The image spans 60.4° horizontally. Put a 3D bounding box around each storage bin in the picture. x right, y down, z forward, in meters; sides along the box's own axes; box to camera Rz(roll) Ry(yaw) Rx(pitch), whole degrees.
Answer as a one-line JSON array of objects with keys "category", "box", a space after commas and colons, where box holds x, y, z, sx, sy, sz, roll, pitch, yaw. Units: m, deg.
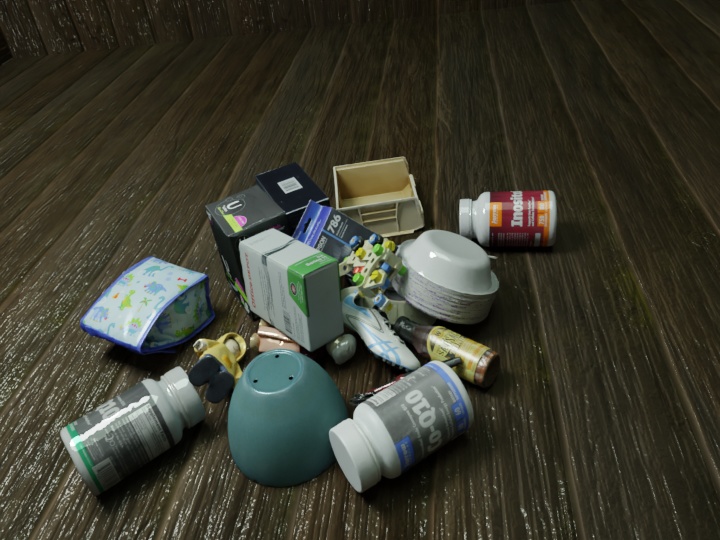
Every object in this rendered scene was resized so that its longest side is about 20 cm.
[{"category": "storage bin", "box": [0.040, -0.171, 1.457, 0.192, 0.096, 0.202, -9, 36, 1]}]

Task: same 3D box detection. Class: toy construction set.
[{"category": "toy construction set", "box": [0.000, 0.000, 1.102, 0.196, 0.092, 0.134, 9, 66, 43]}]

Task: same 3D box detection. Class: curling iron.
[{"category": "curling iron", "box": [0.074, 0.185, 1.001, 0.195, 0.026, 0.050, -23, 22, 2]}]

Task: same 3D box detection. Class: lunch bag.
[{"category": "lunch bag", "box": [-0.407, 0.080, 1.191, 0.166, 0.131, 0.200, 13, 31, 26]}]

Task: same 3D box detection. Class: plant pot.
[{"category": "plant pot", "box": [-0.121, 0.204, 0.956, 0.193, 0.138, 0.203, -6, 37, 4]}]

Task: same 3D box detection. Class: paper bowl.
[{"category": "paper bowl", "box": [0.159, 0.000, 1.134, 0.195, 0.107, 0.202, 15, 26, -7]}]

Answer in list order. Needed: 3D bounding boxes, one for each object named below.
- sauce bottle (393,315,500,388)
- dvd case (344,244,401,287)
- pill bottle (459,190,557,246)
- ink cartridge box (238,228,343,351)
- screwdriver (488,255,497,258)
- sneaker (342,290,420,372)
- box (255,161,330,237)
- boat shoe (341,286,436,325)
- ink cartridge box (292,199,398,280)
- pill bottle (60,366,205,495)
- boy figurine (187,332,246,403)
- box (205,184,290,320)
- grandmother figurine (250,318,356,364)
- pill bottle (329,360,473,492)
[{"category": "sauce bottle", "box": [0.141, 0.133, 1.056, 0.196, 0.067, 0.066, 21, 45, 35]}, {"category": "dvd case", "box": [0.067, 0.000, 1.288, 0.194, 0.018, 0.144, -16, 36, -10]}, {"category": "pill bottle", "box": [0.307, -0.108, 1.300, 0.193, 0.115, 0.114, 0, 36, 12]}, {"category": "ink cartridge box", "box": [-0.124, 0.028, 1.098, 0.082, 0.151, 0.198, -25, 35, -35]}, {"category": "screwdriver", "box": [0.185, -0.042, 1.275, 0.194, 0.028, 0.030, 3, 66, 20]}, {"category": "sneaker", "box": [0.035, 0.107, 1.080, 0.199, 0.072, 0.073, 39, 95, 33]}, {"category": "box", "box": [-0.134, -0.098, 1.323, 0.102, 0.186, 0.200, -21, 37, -16]}, {"category": "boat shoe", "box": [0.054, 0.064, 1.163, 0.194, 0.073, 0.063, 7, 20, 15]}, {"category": "ink cartridge box", "box": [-0.030, -0.048, 1.194, 0.102, 0.196, 0.039, -64, 12, -8]}, {"category": "pill bottle", "box": [-0.351, 0.245, 0.969, 0.197, 0.116, 0.112, -30, 41, -28]}, {"category": "boy figurine", "box": [-0.234, 0.163, 1.064, 0.064, 0.125, 0.200, -43, 6, 5]}, {"category": "box", "box": [-0.212, -0.038, 1.242, 0.122, 0.204, 0.148, -24, 39, -21]}, {"category": "grandmother figurine", "box": [-0.100, 0.133, 1.115, 0.194, 0.062, 0.123, 2, 47, 19]}, {"category": "pill bottle", "box": [0.059, 0.227, 0.904, 0.196, 0.116, 0.113, -26, 39, -22]}]
